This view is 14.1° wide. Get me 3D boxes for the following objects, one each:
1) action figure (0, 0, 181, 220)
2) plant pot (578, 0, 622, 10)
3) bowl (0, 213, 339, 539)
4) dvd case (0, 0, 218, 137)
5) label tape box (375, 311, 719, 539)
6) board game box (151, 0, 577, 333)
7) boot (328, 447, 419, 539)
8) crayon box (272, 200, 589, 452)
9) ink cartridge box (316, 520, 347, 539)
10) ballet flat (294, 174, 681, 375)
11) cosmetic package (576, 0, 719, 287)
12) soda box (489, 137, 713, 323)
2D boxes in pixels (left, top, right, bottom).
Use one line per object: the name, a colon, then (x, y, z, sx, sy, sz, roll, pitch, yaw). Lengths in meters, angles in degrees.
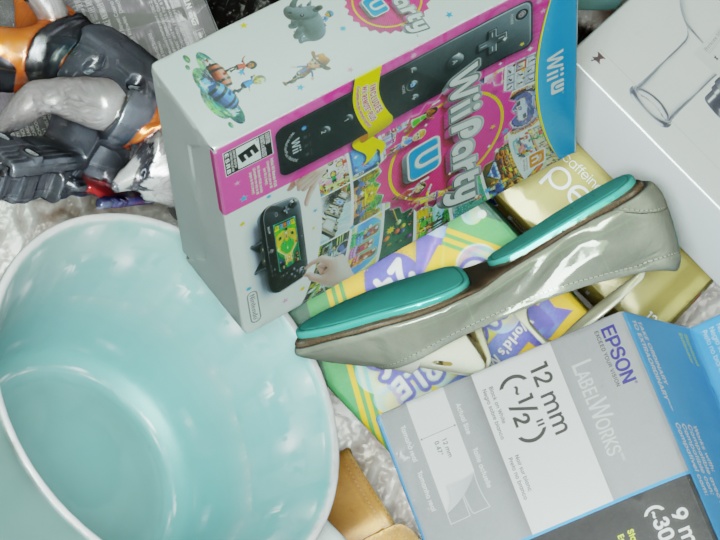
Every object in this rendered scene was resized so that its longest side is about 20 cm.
action figure: (-0.157, -0.096, 1.434, 0.193, 0.200, 0.105, 39, 113, 12)
plant pot: (0.065, -0.222, 1.497, 0.200, 0.141, 0.141, 21, 64, -6)
bowl: (-0.121, 0.082, 1.434, 0.201, 0.105, 0.201, 22, 51, -30)
dvd case: (-0.184, -0.131, 1.539, 0.200, 0.016, 0.149, -21, 89, -3)
label tape box: (0.126, 0.102, 1.425, 0.200, 0.066, 0.143, -24, 64, 8)
board game box: (0.007, -0.076, 1.403, 0.200, 0.148, 0.064, -29, 57, -16)
boot: (-0.014, 0.205, 1.515, 0.144, 0.071, 0.201, -26, 83, -2)
crayon box: (0.067, 0.056, 1.513, 0.126, 0.052, 0.200, -43, 96, 5)
ink cartridge box: (-0.034, 0.248, 1.451, 0.174, 0.044, 0.200, 45, 71, -12)
ballet flat: (0.067, 0.019, 1.450, 0.200, 0.067, 0.064, -25, 102, 2)
cosmetic package: (0.210, -0.070, 1.510, 0.200, 0.052, 0.151, 45, 58, 3)
soda box: (0.101, -0.050, 1.534, 0.200, 0.068, 0.064, 43, 86, 3)
